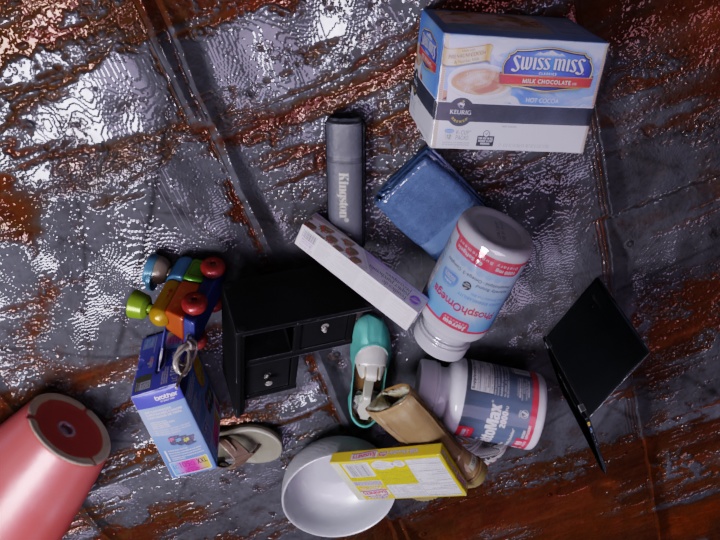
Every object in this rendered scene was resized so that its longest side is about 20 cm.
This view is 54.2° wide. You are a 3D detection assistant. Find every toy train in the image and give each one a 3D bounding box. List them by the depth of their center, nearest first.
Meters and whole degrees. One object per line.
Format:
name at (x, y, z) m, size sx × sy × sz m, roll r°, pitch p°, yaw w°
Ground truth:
toy train at (-0.257, 0.059, 0.926) m, size 0.113 × 0.202 × 0.086 m, roll 14°, pitch 133°, yaw 3°

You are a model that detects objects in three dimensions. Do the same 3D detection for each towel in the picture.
towel at (0.118, -0.074, 0.986) m, size 0.111 × 0.049 × 0.199 m, roll -39°, pitch 119°, yaw 21°

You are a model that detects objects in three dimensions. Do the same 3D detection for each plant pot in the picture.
plant pot at (-0.488, 0.298, 1.063) m, size 0.199 × 0.201 × 0.178 m, roll 37°, pitch 102°, yaw -26°

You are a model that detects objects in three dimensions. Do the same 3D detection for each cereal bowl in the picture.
cereal bowl at (-0.040, 0.358, 1.209) m, size 0.195 × 0.084 × 0.204 m, roll -4°, pitch 122°, yaw -6°

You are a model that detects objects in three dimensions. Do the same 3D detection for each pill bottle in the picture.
pill bottle at (0.146, 0.023, 0.960) m, size 0.107 × 0.110 × 0.202 m, roll 13°, pitch 124°, yaw -15°
pill bottle at (0.184, 0.205, 1.117) m, size 0.196 × 0.120 × 0.122 m, roll 11°, pitch 121°, yaw 1°

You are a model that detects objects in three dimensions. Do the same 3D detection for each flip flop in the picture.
flip flop at (-0.226, 0.296, 1.161) m, size 0.196 × 0.058 × 0.082 m, roll 7°, pitch 120°, yaw -11°

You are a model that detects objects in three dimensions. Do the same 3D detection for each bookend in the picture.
bookend at (-0.097, 0.100, 1.019) m, size 0.195 × 0.093 × 0.202 m, roll -10°, pitch 139°, yaw -20°

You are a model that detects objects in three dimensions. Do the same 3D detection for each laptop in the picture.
laptop at (0.367, 0.158, 1.077) m, size 0.114 × 0.188 × 0.202 m, roll -23°, pitch 122°, yaw 8°

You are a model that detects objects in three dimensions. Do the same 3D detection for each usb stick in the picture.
usb stick at (-0.019, -0.114, 0.953) m, size 0.054 × 0.033 × 0.203 m, roll 0°, pitch 122°, yaw 0°

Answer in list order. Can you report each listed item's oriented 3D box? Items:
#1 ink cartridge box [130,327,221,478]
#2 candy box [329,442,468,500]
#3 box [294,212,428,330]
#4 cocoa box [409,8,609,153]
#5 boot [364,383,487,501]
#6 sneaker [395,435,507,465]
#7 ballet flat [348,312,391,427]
ink cartridge box at (-0.273, 0.183, 1.040) m, size 0.075 × 0.137 × 0.203 m, roll -15°, pitch 123°, yaw 1°
candy box at (0.057, 0.312, 1.085) m, size 0.197 × 0.027 × 0.103 m, roll -13°, pitch 127°, yaw 31°
box at (0.000, 0.000, 0.958) m, size 0.199 × 0.039 × 0.042 m, roll 37°, pitch 132°, yaw 9°
cocoa box at (0.170, -0.230, 0.847) m, size 0.195 × 0.134 × 0.134 m, roll 1°, pitch 121°, yaw -8°
boot at (0.080, 0.268, 1.100) m, size 0.174 × 0.067 × 0.200 m, roll -30°, pitch 115°, yaw 38°
sneaker at (0.161, 0.273, 1.187) m, size 0.196 × 0.078 × 0.083 m, roll 10°, pitch 119°, yaw -13°
ballet flat at (0.016, 0.166, 1.106) m, size 0.066 × 0.071 × 0.204 m, roll 0°, pitch 121°, yaw -7°
